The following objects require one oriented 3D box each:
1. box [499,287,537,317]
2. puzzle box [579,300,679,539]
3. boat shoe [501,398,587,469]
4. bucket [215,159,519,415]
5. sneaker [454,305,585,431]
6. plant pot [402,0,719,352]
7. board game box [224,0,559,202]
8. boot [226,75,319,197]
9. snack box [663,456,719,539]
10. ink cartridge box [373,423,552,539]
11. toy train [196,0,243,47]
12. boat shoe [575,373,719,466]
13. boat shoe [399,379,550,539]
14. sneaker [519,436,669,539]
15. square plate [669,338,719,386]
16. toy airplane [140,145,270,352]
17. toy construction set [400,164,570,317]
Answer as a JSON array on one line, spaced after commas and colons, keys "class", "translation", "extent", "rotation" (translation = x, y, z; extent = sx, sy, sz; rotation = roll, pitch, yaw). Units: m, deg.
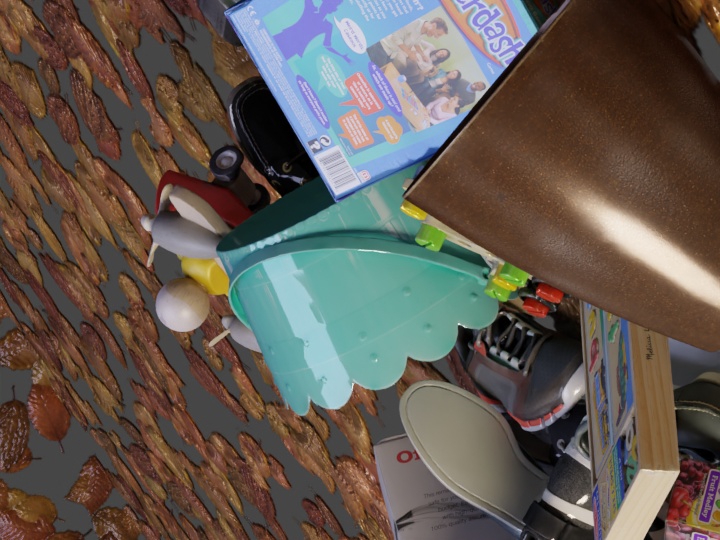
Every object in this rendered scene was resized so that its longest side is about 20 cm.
[{"class": "box", "translation": [0.064, -0.065, 1.631], "extent": [0.163, 0.021, 0.200], "rotation": [23, 143, 58]}, {"class": "puzzle box", "translation": [0.167, 0.066, 1.329], "extent": [0.133, 0.025, 0.200], "rotation": [100, 171, -58]}, {"class": "boat shoe", "translation": [0.169, 0.131, 1.643], "extent": [0.200, 0.060, 0.074], "rotation": [21, 140, 59]}, {"class": "bucket", "translation": [0.000, 0.000, 1.558], "extent": [0.135, 0.207, 0.207], "rotation": [60, 160, -10]}, {"class": "sneaker", "translation": [0.119, 0.068, 1.617], "extent": [0.082, 0.077, 0.200], "rotation": [47, 163, -12]}, {"class": "plant pot", "translation": [0.160, -0.051, 1.233], "extent": [0.200, 0.187, 0.187], "rotation": [39, 161, -1]}, {"class": "board game box", "translation": [0.030, -0.150, 1.377], "extent": [0.200, 0.045, 0.152], "rotation": [-23, 103, 33]}, {"class": "boot", "translation": [-0.027, -0.068, 1.727], "extent": [0.200, 0.073, 0.151], "rotation": [58, 174, -18]}, {"class": "snack box", "translation": [0.272, 0.200, 1.398], "extent": [0.142, 0.053, 0.200], "rotation": [12, 154, 12]}, {"class": "ink cartridge box", "translation": [0.104, 0.223, 1.721], "extent": [0.084, 0.145, 0.200], "rotation": [81, 174, -53]}, {"class": "toy train", "translation": [-0.056, -0.237, 1.497], "extent": [0.085, 0.114, 0.200], "rotation": [52, 161, 10]}, {"class": "boat shoe", "translation": [0.210, 0.111, 1.401], "extent": [0.073, 0.062, 0.200], "rotation": [60, 161, -13]}, {"class": "boat shoe", "translation": [0.108, 0.165, 1.642], "extent": [0.200, 0.073, 0.062], "rotation": [39, 162, 9]}, {"class": "sneaker", "translation": [0.187, 0.211, 1.563], "extent": [0.200, 0.112, 0.073], "rotation": [39, 177, -37]}, {"class": "square plate", "translation": [0.215, 0.032, 1.423], "extent": [0.198, 0.028, 0.200], "rotation": [62, 160, -16]}, {"class": "toy airplane", "translation": [-0.101, 0.007, 1.728], "extent": [0.200, 0.141, 0.199], "rotation": [52, 175, -10]}, {"class": "toy construction set", "translation": [0.089, -0.030, 1.410], "extent": [0.131, 0.092, 0.200], "rotation": [25, -176, 0]}]
